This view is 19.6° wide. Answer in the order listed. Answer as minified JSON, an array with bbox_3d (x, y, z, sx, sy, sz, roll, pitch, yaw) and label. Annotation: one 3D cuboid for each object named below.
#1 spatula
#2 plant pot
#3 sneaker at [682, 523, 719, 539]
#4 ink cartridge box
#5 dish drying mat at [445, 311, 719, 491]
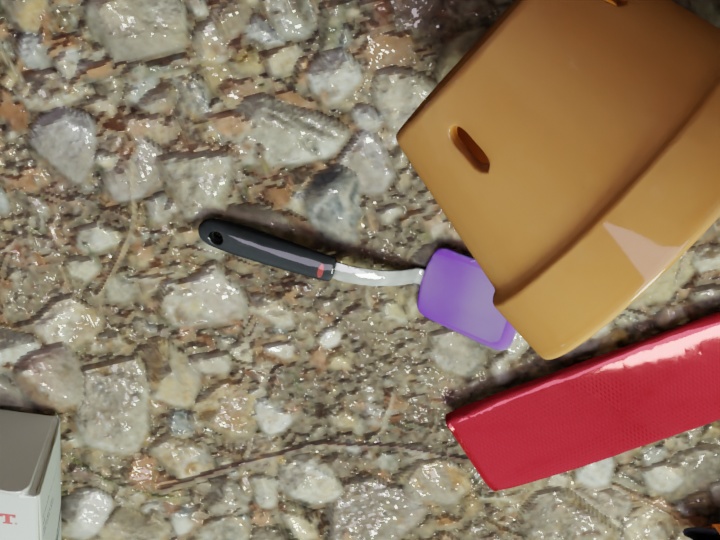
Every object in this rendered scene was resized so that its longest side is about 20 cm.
[{"bbox_3d":[0.000,0.000,1.241,0.199,0.021,0.057,14,127,-4],"label":"spatula"},{"bbox_3d":[0.114,-0.074,1.088,0.140,0.200,0.200,43,120,-3],"label":"plant pot"},{"bbox_3d":[0.252,0.174,1.281,0.112,0.078,0.200,-1,146,9],"label":"sneaker"},{"bbox_3d":[-0.270,0.185,1.359,0.145,0.084,0.201,7,126,1],"label":"ink cartridge box"},{"bbox_3d":[0.157,0.081,1.286,0.199,0.018,0.077,-22,121,18],"label":"dish drying mat"}]
